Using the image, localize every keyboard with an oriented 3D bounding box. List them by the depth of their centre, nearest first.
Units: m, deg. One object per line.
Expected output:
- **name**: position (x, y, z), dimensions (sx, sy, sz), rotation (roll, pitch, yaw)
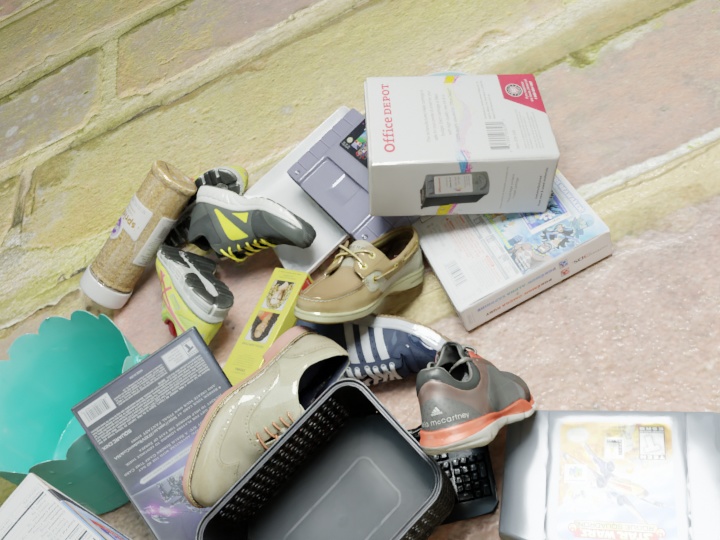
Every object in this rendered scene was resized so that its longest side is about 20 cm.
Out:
- **keyboard**: position (0.027, 0.196, 0.724), dimensions (0.196, 0.040, 0.106), rotation (-17, 48, 11)

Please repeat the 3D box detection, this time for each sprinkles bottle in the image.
- **sprinkles bottle**: position (-0.296, -0.046, 1.012), dimensions (0.201, 0.068, 0.068), rotation (-54, 45, 12)

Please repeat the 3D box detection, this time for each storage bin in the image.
- **storage bin**: position (-0.027, 0.215, 0.666), dimensions (0.200, 0.094, 0.135), rotation (-44, 63, -7)

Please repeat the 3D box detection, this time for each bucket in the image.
- **bucket**: position (-0.314, 0.162, 0.852), dimensions (0.203, 0.136, 0.210), rotation (-13, 48, 15)

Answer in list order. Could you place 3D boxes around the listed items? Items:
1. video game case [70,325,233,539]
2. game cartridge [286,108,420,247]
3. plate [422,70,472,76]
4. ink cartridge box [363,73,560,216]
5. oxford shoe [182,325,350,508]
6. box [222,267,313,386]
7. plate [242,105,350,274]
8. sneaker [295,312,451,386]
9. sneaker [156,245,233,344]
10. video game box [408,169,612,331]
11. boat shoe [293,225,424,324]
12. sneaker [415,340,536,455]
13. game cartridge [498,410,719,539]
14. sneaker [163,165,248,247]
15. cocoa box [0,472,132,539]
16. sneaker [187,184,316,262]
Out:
- **video game case**: position (-0.170, 0.179, 0.748), dimensions (0.141, 0.202, 0.019), rotation (-32, 6, -4)
- **game cartridge**: position (0.004, -0.115, 0.934), dimensions (0.130, 0.038, 0.200), rotation (-46, 49, 1)
- **plate**: position (0.087, -0.179, 1.005), dimensions (0.196, 0.026, 0.204), rotation (-16, 52, 22)
- **ink cartridge box**: position (0.104, -0.140, 0.836), dimensions (0.195, 0.087, 0.150), rotation (-2, 50, 0)
- **oxford shoe**: position (-0.086, 0.137, 0.707), dimensions (0.073, 0.071, 0.201), rotation (13, 59, 44)
- **box**: position (-0.105, 0.100, 0.846), dimensions (0.049, 0.076, 0.202), rotation (7, 55, 27)
- **plate**: position (-0.046, -0.101, 0.997), dimensions (0.199, 0.032, 0.201), rotation (-41, 47, 1)
- **sneaker**: position (0.004, 0.102, 0.794), dimensions (0.197, 0.070, 0.110), rotation (13, 64, 30)
- **sneaker**: position (-0.222, 0.034, 0.949), dimensions (0.092, 0.077, 0.200), rotation (-67, 28, 13)
- **video game box**: position (0.155, -0.053, 0.865), dimensions (0.180, 0.047, 0.202), rotation (-29, 46, 4)
- **boat shoe**: position (0.000, 0.000, 0.802), dimensions (0.073, 0.068, 0.199), rotation (11, 22, 31)
- **sneaker**: position (0.102, 0.098, 0.668), dimensions (0.076, 0.199, 0.084), rotation (-17, 85, 22)
- **game cartridge**: position (0.217, 0.185, 0.643), dimensions (0.196, 0.042, 0.135), rotation (-4, 47, 23)
- **sneaker**: position (-0.238, -0.095, 1.084), dimensions (0.197, 0.079, 0.091), rotation (-19, 16, 21)
- **cocoa box**: position (-0.238, 0.298, 0.656), dimensions (0.130, 0.201, 0.134), rotation (19, 61, 36)
- **sneaker**: position (-0.139, -0.045, 0.954), dimensions (0.197, 0.074, 0.086), rotation (16, 81, 36)
